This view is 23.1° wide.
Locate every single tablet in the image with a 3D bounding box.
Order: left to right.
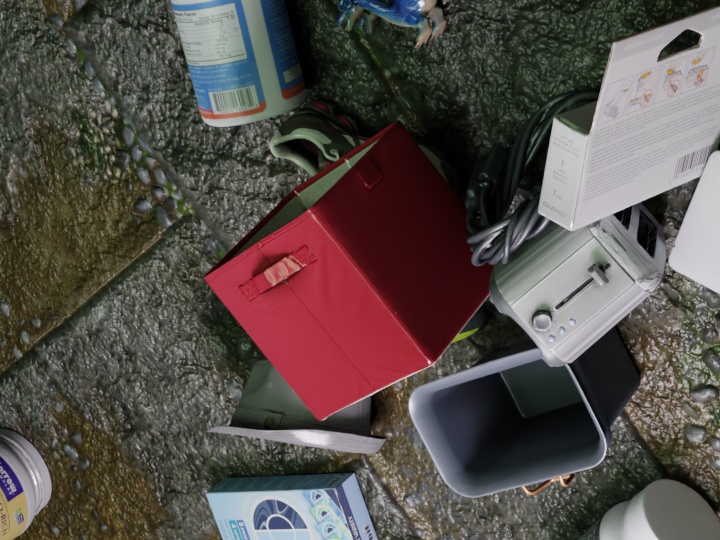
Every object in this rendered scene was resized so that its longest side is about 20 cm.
[{"bbox_3d":[0.377,-0.010,1.551,0.200,0.014,0.130,30,126,21],"label":"tablet"}]

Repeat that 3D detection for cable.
[{"bbox_3d":[0.162,-0.080,1.589,0.163,0.200,0.051,-27,117,35],"label":"cable"}]

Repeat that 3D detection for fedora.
[{"bbox_3d":[-0.064,0.142,1.899,0.200,0.177,0.091,4,85,43],"label":"fedora"}]

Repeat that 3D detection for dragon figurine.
[{"bbox_3d":[0.049,-0.279,1.650,0.099,0.059,0.200,43,131,10],"label":"dragon figurine"}]

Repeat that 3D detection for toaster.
[{"bbox_3d":[0.202,-0.008,1.604,0.129,0.200,0.114,-39,97,21],"label":"toaster"}]

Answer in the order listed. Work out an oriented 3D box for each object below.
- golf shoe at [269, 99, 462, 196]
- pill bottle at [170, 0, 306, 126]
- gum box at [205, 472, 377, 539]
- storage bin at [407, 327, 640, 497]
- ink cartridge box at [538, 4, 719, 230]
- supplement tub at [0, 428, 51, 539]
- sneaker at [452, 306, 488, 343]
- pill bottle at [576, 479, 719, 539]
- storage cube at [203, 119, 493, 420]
[{"bbox_3d":[0.003,-0.100,1.756,0.200,0.088,0.077,24,123,23],"label":"golf shoe"},{"bbox_3d":[-0.128,-0.254,1.756,0.112,0.112,0.200,0,112,35],"label":"pill bottle"},{"bbox_3d":[-0.068,0.321,2.045,0.200,0.045,0.170,-8,107,39],"label":"gum box"},{"bbox_3d":[0.175,0.130,1.715,0.200,0.134,0.146,-22,99,41],"label":"storage bin"},{"bbox_3d":[0.242,-0.142,1.486,0.045,0.200,0.177,33,129,35],"label":"ink cartridge box"},{"bbox_3d":[-0.506,0.301,2.245,0.145,0.200,0.146,16,122,29],"label":"supplement tub"},{"bbox_3d":[0.040,0.020,1.801,0.200,0.074,0.081,17,118,26],"label":"sneaker"},{"bbox_3d":[0.263,0.301,1.751,0.114,0.114,0.200,45,131,8],"label":"pill bottle"},{"bbox_3d":[0.000,0.000,1.646,0.171,0.200,0.180,-31,101,42],"label":"storage cube"}]
